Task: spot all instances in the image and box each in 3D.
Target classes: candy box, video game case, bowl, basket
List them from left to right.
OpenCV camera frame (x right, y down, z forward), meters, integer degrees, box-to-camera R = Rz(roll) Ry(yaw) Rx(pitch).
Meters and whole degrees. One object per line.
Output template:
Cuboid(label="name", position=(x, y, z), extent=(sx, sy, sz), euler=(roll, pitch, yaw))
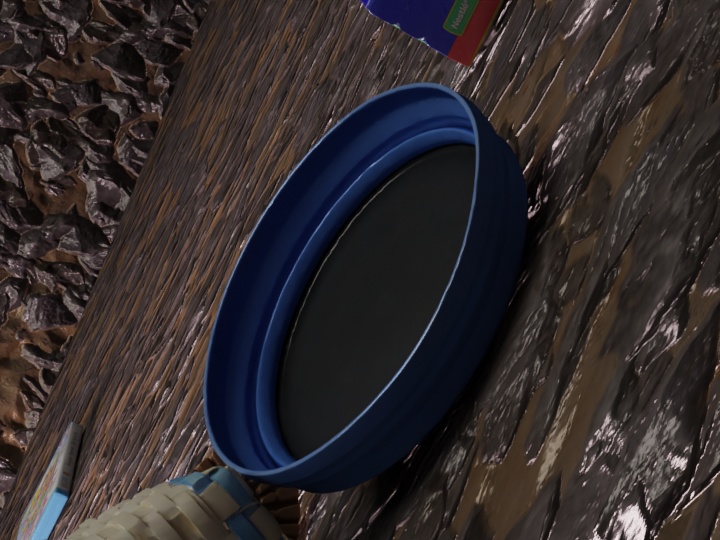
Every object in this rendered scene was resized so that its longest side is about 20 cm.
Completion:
Cuboid(label="video game case", position=(-0.347, 0.263, 2.565), extent=(0.143, 0.018, 0.200), euler=(-62, 10, 15))
Cuboid(label="basket", position=(-0.114, 0.186, 1.064), extent=(0.200, 0.139, 0.176), euler=(-36, 2, -15))
Cuboid(label="bowl", position=(0.002, 0.009, 1.081), extent=(0.201, 0.039, 0.201), euler=(-39, 35, 34))
Cuboid(label="candy box", position=(0.062, -0.225, 1.406), extent=(0.169, 0.077, 0.200), euler=(-62, 9, 10))

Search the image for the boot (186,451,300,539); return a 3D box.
Cuboid(label="boot", position=(-0.093, 0.187, 1.226), extent=(0.107, 0.075, 0.200), euler=(131, 161, -75))

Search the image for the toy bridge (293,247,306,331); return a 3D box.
Cuboid(label="toy bridge", position=(0.000, 0.000, 1.197), extent=(0.200, 0.067, 0.027), euler=(-70, 11, -24))
